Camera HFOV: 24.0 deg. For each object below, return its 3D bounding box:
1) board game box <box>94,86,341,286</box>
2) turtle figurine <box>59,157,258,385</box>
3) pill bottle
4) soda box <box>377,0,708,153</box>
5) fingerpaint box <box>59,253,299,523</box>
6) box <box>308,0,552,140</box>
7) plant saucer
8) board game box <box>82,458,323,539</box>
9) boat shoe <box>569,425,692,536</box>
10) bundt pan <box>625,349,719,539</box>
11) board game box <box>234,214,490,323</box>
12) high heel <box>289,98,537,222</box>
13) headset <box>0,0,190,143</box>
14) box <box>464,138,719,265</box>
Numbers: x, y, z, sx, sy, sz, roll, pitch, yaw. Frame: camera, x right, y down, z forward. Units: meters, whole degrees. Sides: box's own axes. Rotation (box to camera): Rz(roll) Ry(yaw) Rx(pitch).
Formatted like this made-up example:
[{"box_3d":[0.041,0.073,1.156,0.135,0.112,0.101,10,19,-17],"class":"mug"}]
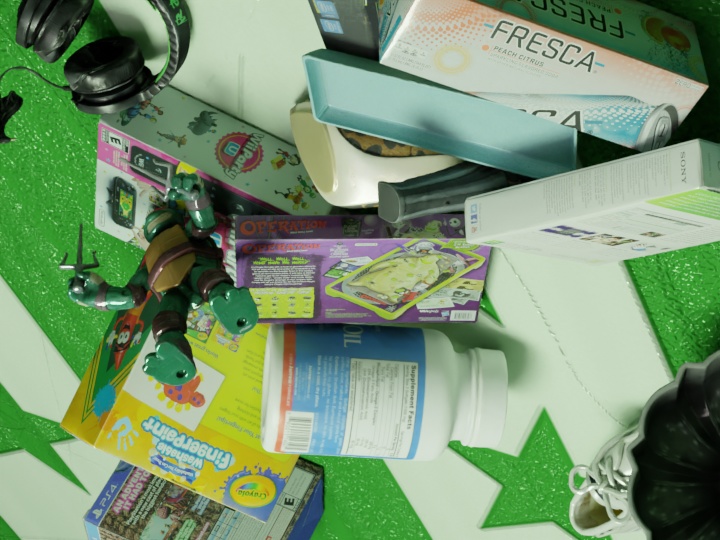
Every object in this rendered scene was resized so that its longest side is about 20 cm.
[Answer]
[{"box_3d":[-0.118,-0.058,1.401,0.199,0.065,0.148,24,146,6],"class":"board game box"},{"box_3d":[-0.150,-0.007,1.324,0.100,0.200,0.150,21,115,-38],"class":"turtle figurine"},{"box_3d":[0.019,0.102,1.421,0.198,0.113,0.113,4,146,-7],"class":"pill bottle"},{"box_3d":[0.111,-0.141,1.046,0.199,0.064,0.069,17,135,-17],"class":"soda box"},{"box_3d":[-0.135,0.104,1.474,0.199,0.168,0.073,29,174,-37],"class":"fingerpaint box"},{"box_3d":[0.045,-0.180,1.128,0.160,0.049,0.201,12,144,27],"class":"box"},{"box_3d":[0.056,-0.108,1.160,0.199,0.019,0.070,17,148,19],"class":"plant saucer"},{"box_3d":[-0.159,0.254,1.754,0.199,0.160,0.097,21,146,14],"class":"board game box"},{"box_3d":[0.218,0.174,1.407,0.202,0.085,0.075,119,135,-62],"class":"boat shoe"},{"box_3d":[0.295,0.160,1.269,0.201,0.203,0.076,24,170,9],"class":"bundt pan"},{"box_3d":[0.000,0.000,1.341,0.198,0.033,0.120,0,150,-4],"class":"board game box"},{"box_3d":[0.041,-0.089,1.259,0.200,0.142,0.072,40,135,50],"class":"high heel"},{"box_3d":[-0.222,-0.164,1.307,0.199,0.094,0.124,-27,113,38],"class":"headset"},{"box_3d":[0.190,-0.042,1.142,0.144,0.037,0.199,9,166,-43],"class":"box"}]
